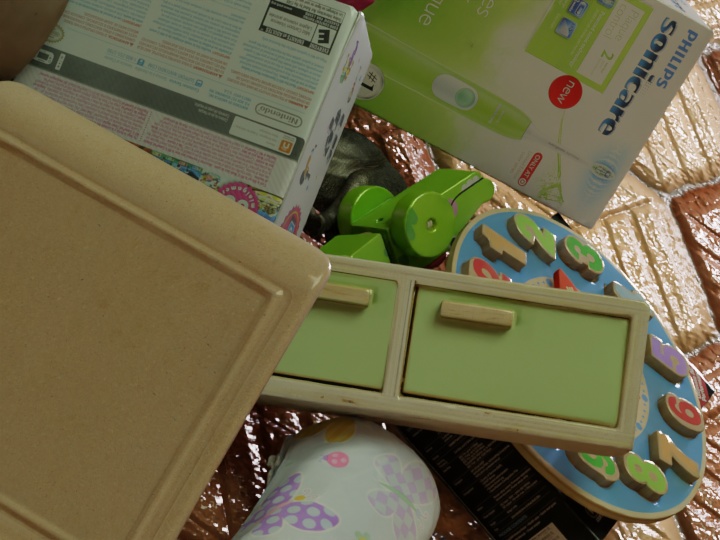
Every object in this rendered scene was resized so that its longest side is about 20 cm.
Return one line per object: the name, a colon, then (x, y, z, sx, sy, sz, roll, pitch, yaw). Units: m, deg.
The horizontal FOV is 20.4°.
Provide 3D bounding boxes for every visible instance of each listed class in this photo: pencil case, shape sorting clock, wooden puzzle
pencil case: (-0.033, 0.150, 0.961, 0.091, 0.083, 0.200, 40, 36, -1)
shape sorting clock: (0.125, 0.049, 1.127, 0.199, 0.039, 0.201, 26, 42, -25)
wooden puzzle: (-0.136, 0.036, 0.894, 0.184, 0.037, 0.201, 29, 75, 11)

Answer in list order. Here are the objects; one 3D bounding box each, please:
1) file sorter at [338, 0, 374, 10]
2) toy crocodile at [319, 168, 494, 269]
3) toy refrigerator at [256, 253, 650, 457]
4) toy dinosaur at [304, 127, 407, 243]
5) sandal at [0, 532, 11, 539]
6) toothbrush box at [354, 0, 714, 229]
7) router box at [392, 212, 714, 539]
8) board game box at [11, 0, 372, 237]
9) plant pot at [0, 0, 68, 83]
file sorter: (-0.077, -0.240, 1.170, 0.124, 0.139, 0.202, 5, 77, -26)
toy crocodile: (0.000, 0.000, 1.121, 0.200, 0.067, 0.062, -37, 116, -35)
toy refrigerator: (0.042, 0.042, 1.016, 0.198, 0.070, 0.077, 9, 82, 2)
toy dinosaur: (-0.011, -0.050, 1.202, 0.200, 0.077, 0.102, 42, 49, 10)
sandal: (-0.138, 0.098, 0.945, 0.080, 0.054, 0.199, 40, 39, 26)
toothbrush box: (0.090, -0.142, 1.228, 0.199, 0.146, 0.086, 27, 17, -16)
router box: (0.110, 0.071, 1.178, 0.150, 0.062, 0.200, 48, 37, 2)
board game box: (-0.098, -0.048, 0.957, 0.146, 0.064, 0.202, 20, 79, 9)
plant pot: (-0.226, -0.167, 0.916, 0.173, 0.200, 0.201, 28, 35, -38)
